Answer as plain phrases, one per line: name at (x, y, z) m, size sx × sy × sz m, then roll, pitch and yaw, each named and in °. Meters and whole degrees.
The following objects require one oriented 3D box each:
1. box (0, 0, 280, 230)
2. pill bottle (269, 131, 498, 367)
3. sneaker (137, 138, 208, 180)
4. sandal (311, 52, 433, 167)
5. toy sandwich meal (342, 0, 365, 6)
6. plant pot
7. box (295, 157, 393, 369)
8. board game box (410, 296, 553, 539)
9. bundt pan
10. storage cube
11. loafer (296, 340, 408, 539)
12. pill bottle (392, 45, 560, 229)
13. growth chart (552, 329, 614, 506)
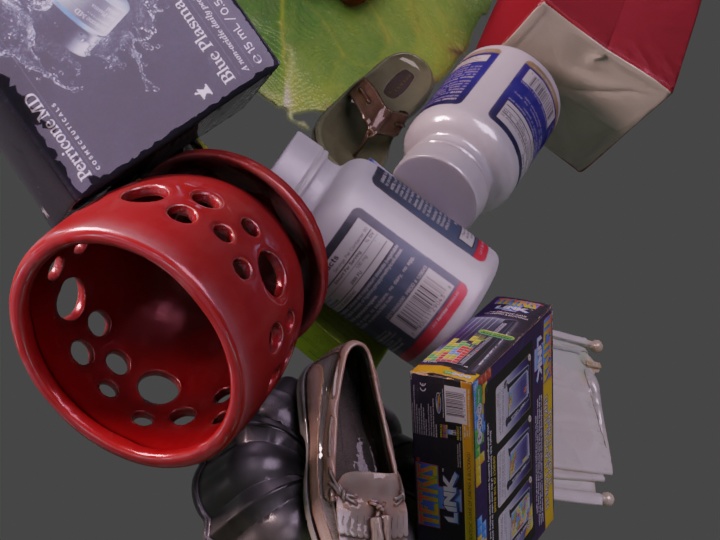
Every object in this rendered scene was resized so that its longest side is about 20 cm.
box at (-0.204, -0.171, 1.099) m, size 0.200 × 0.117 × 0.197 m, roll -37°, pitch 94°, yaw -21°
pill bottle at (0.004, -0.022, 1.188) m, size 0.200 × 0.120 × 0.120 m, roll 36°, pitch 45°, yaw -5°
sneaker at (-0.139, -0.071, 1.216) m, size 0.199 × 0.085 × 0.075 m, roll 7°, pitch 57°, yaw -29°
sandal at (0.016, -0.160, 1.403) m, size 0.080 × 0.057 × 0.201 m, roll 36°, pitch 52°, yaw -5°
toy sandwich meal at (-0.042, -0.376, 1.524) m, size 0.204 × 0.070 × 0.206 m, roll 15°, pitch 51°, yaw -19°
plant pot at (-0.135, 0.020, 1.082) m, size 0.200 × 0.201 × 0.183 m, roll 42°, pitch 36°, yaw -1°
box at (0.000, 0.000, 1.283) m, size 0.122 × 0.048 × 0.200 m, roll 40°, pitch 47°, yaw -3°
board game box at (0.101, 0.143, 1.140) m, size 0.056 × 0.201 × 0.165 m, roll 7°, pitch 22°, yaw 26°
bundt pan at (-0.027, 0.169, 1.125) m, size 0.201 × 0.076 × 0.203 m, roll 18°, pitch 51°, yaw -23°
storage cube at (0.238, -0.248, 1.531) m, size 0.170 × 0.200 × 0.180 m, roll 33°, pitch 52°, yaw -10°
loafer at (-0.003, 0.147, 1.057) m, size 0.072 × 0.063 × 0.201 m, roll 6°, pitch 55°, yaw -31°
pill bottle at (0.110, -0.125, 1.402) m, size 0.120 × 0.120 × 0.200 m, roll 40°, pitch 45°, yaw -2°
growth chart at (0.176, 0.130, 1.331) m, size 0.144 × 0.018 × 0.201 m, roll 18°, pitch 50°, yaw -22°
